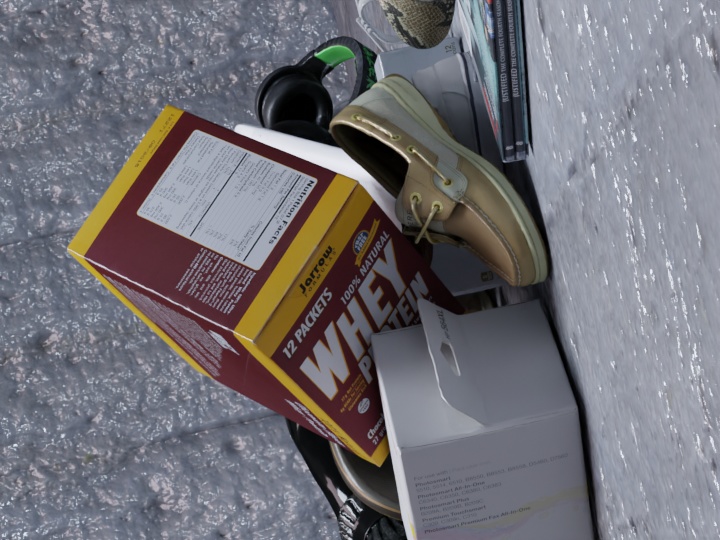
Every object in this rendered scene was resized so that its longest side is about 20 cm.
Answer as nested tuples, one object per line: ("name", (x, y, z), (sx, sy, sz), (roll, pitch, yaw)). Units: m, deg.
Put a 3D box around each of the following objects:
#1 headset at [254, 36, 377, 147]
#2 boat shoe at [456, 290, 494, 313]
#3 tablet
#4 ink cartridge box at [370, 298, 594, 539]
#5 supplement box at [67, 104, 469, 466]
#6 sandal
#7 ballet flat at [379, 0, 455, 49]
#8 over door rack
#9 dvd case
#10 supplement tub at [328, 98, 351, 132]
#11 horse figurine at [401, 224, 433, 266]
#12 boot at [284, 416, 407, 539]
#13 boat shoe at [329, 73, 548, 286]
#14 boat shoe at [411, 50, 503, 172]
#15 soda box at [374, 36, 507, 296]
("headset", (-0.047, -0.113, 1.776), (0.094, 0.200, 0.124), (31, -144, -33))
("boat shoe", (0.084, 0.046, 1.809), (0.201, 0.069, 0.074), (-104, 4, -48))
("tablet", (-0.029, -0.045, 1.682), (0.199, 0.014, 0.131), (18, 126, 44))
("ink cartridge box", (0.085, 0.125, 1.414), (0.129, 0.124, 0.201), (-105, 4, -53))
("supplement box", (-0.062, 0.011, 1.484), (0.199, 0.133, 0.197), (24, 164, 39))
("sandal", (0.013, 0.125, 1.695), (0.201, 0.081, 0.055), (61, 144, 31))
("ballet flat", (0.038, -0.264, 1.511), (0.075, 0.067, 0.202), (-171, 70, -71))
("over door rack", (0.041, -0.214, 1.751), (0.200, 0.066, 0.148), (60, -167, -47))
("dvd case", (0.078, -0.189, 1.300), (0.201, 0.022, 0.147), (82, 176, -48))
("supplement tub", (0.019, -0.049, 1.797), (0.201, 0.122, 0.123), (-99, -1, -46))
("horse figurine", (0.000, 0.000, 1.621), (0.200, 0.050, 0.133), (-32, 92, 49))
("boot", (0.005, 0.197, 1.765), (0.212, 0.079, 0.158), (63, -178, -21))
("boat shoe", (0.051, -0.051, 1.400), (0.200, 0.066, 0.074), (48, 157, 35))
("boat shoe", (0.070, -0.079, 1.510), (0.200, 0.065, 0.072), (82, 176, -56))
("soda box", (0.064, -0.079, 1.643), (0.064, 0.068, 0.201), (125, 134, -86))
